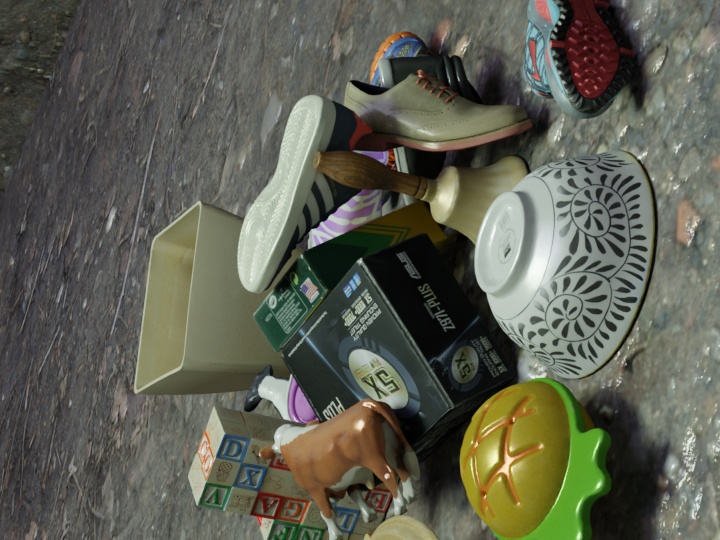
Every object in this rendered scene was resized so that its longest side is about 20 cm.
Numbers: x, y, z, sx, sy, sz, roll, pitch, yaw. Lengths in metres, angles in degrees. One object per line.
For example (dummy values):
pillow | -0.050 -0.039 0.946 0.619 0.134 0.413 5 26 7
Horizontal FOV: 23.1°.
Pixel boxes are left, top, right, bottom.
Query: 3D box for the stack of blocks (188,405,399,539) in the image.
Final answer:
stack of blocks | -0.071 0.218 1.799 0.059 0.199 0.116 -122 50 -60

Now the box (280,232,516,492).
box | 0.031 0.090 1.673 0.164 0.086 0.200 58 143 13

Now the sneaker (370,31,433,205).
sneaker | 0.032 -0.161 1.932 0.078 0.075 0.201 35 113 64

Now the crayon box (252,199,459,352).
crayon box | 0.000 0.000 1.763 0.051 0.199 0.127 56 140 13

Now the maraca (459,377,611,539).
maraca | 0.145 0.160 1.413 0.200 0.106 0.138 35 109 67

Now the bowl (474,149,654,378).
bowl | 0.158 -0.015 1.499 0.201 0.094 0.202 -167 90 -68

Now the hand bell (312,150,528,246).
hand bell | 0.049 -0.080 1.663 0.104 0.199 0.105 -167 90 -68

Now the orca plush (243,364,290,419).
orca plush | -0.054 0.179 1.951 0.199 0.071 0.105 12 51 41

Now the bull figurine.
bull figurine | -0.017 0.184 1.657 0.122 0.065 0.200 60 145 2

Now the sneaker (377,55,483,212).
sneaker | 0.083 -0.130 1.795 0.071 0.098 0.201 -98 -4 -62

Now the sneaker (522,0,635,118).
sneaker | 0.188 -0.183 1.566 0.201 0.079 0.096 -91 14 -51

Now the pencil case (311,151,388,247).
pencil case | -0.010 -0.059 1.863 0.084 0.085 0.201 40 145 30

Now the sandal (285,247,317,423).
sandal | -0.049 0.079 1.855 0.082 0.050 0.204 10 103 33

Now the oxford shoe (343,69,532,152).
oxford shoe | 0.068 -0.154 1.687 0.199 0.070 0.075 0 102 26

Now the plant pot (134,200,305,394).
plant pot | -0.152 0.052 2.128 0.200 0.176 0.201 151 128 -63

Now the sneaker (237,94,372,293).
sneaker | -0.048 -0.064 1.689 0.075 0.084 0.201 42 112 50

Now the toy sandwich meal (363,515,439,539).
toy sandwich meal | 0.058 0.309 1.566 0.205 0.070 0.207 8 99 60

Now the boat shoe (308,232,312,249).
boat shoe | -0.031 -0.024 2.030 0.069 0.072 0.201 -62 35 35
